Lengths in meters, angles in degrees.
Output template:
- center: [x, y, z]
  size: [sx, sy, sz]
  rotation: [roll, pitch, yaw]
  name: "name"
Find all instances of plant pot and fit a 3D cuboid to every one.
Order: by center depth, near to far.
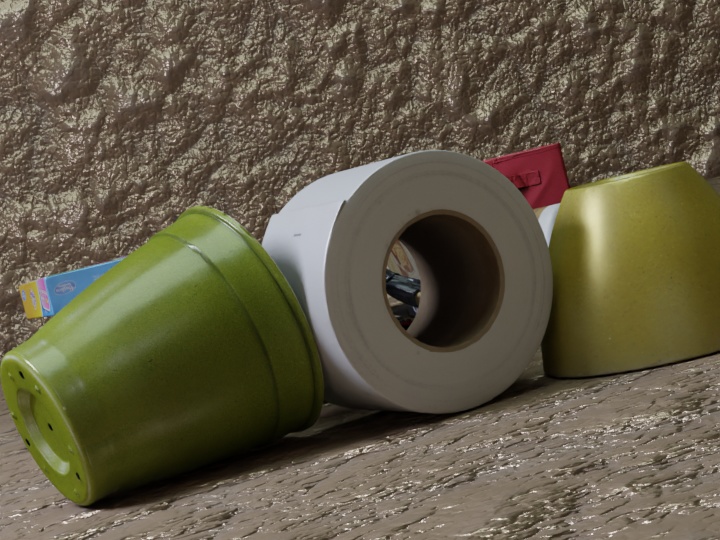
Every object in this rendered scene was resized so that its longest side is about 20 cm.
- center: [-0.164, 0.081, 1.218]
  size: [0.193, 0.201, 0.200]
  rotation: [-29, 10, -28]
  name: "plant pot"
- center: [0.229, -0.008, 1.274]
  size: [0.199, 0.142, 0.200]
  rotation: [-14, 3, 1]
  name: "plant pot"

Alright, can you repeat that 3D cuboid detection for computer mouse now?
- center: [0.085, 0.027, 1.445]
  size: [0.109, 0.044, 0.200]
  rotation: [11, -7, 39]
  name: "computer mouse"

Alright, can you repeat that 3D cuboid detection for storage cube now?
- center: [0.175, -0.050, 1.933]
  size: [0.170, 0.180, 0.200]
  rotation: [-14, 2, 0]
  name: "storage cube"

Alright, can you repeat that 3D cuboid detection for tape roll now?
- center: [0.033, 0.012, 1.250]
  size: [0.202, 0.203, 0.139]
  rotation: [-15, 4, -26]
  name: "tape roll"

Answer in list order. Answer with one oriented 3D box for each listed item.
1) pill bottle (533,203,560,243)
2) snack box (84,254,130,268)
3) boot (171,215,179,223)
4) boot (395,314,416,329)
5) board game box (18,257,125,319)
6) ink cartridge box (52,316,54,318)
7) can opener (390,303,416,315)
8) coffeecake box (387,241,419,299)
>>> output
- center: [0.154, -0.002, 1.759]
  size: [0.199, 0.115, 0.114]
  rotation: [-12, 4, 34]
  name: "pill bottle"
- center: [-0.229, 0.053, 1.953]
  size: [0.200, 0.169, 0.068]
  rotation: [-15, 7, -41]
  name: "snack box"
- center: [-0.172, 0.035, 1.728]
  size: [0.064, 0.201, 0.186]
  rotation: [-14, 3, -16]
  name: "boot"
- center: [-0.010, 0.082, 1.425]
  size: [0.199, 0.073, 0.151]
  rotation: [-9, 1, -21]
  name: "boot"
- center: [-0.275, 0.014, 1.684]
  size: [0.153, 0.040, 0.200]
  rotation: [-14, 2, -19]
  name: "board game box"
- center: [-0.221, 0.091, 1.616]
  size: [0.125, 0.129, 0.200]
  rotation: [-14, 3, -25]
  name: "ink cartridge box"
- center: [-0.010, 0.077, 1.626]
  size: [0.199, 0.053, 0.066]
  rotation: [-15, 4, -17]
  name: "can opener"
- center: [0.000, 0.000, 1.625]
  size: [0.153, 0.073, 0.200]
  rotation: [-24, 1, 25]
  name: "coffeecake box"
